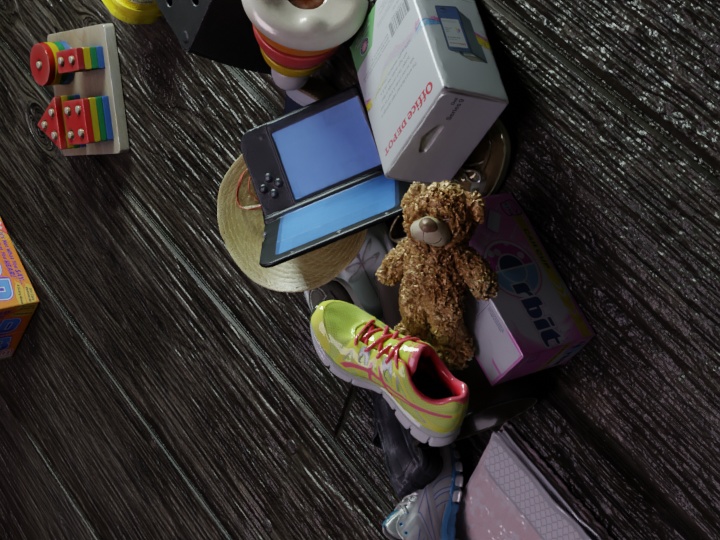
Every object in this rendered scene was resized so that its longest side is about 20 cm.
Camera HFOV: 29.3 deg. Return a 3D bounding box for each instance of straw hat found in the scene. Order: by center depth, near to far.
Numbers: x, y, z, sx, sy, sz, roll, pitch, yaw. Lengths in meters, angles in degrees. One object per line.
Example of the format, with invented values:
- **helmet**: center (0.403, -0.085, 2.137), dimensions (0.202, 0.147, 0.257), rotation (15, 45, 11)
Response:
- **straw hat**: center (-0.069, -0.064, 1.673), dimensions (0.200, 0.085, 0.202), rotation (-3, 77, 16)

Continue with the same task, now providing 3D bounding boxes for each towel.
- **towel**: center (0.187, 0.308, 1.583), dimensions (0.200, 0.032, 0.192), rotation (48, 133, 34)

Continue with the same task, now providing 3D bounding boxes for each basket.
- **basket**: center (0.098, 0.079, 1.555), dimensions (0.180, 0.135, 0.201), rotation (131, 123, -63)

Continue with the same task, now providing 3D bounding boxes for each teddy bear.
- **teddy bear**: center (0.076, 0.009, 1.428), dimensions (0.145, 0.067, 0.201), rotation (43, 132, 33)

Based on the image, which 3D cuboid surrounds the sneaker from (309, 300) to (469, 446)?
- **sneaker**: center (0.036, 0.089, 1.424), dimensions (0.200, 0.078, 0.090), rotation (37, 144, 6)

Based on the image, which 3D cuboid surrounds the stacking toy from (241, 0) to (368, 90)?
- **stacking toy**: center (-0.077, -0.279, 1.627), dimensions (0.147, 0.145, 0.200), rotation (64, 160, 17)

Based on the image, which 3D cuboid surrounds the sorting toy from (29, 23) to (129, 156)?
- **sorting toy**: center (-0.459, -0.283, 2.208), dimensions (0.198, 0.069, 0.201), rotation (4, 103, 51)

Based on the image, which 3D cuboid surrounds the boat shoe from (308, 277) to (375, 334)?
- **boat shoe**: center (-0.026, 0.065, 1.650), dimensions (0.202, 0.060, 0.073), rotation (-134, 35, -57)

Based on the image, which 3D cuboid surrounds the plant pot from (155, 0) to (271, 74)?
- **plant pot**: center (-0.150, -0.368, 1.708), dimensions (0.201, 0.177, 0.200), rotation (58, 138, 22)

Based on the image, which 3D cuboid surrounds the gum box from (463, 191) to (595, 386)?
- **gum box**: center (0.149, 0.013, 1.483), dimensions (0.066, 0.113, 0.201), rotation (-49, 62, 46)

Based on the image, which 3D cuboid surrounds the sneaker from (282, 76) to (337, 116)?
- **sneaker**: center (-0.039, -0.155, 1.709), dimensions (0.200, 0.070, 0.109), rotation (45, 127, 44)

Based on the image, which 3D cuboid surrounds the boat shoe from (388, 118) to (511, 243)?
- **boat shoe**: center (0.100, -0.097, 1.557), dimensions (0.201, 0.063, 0.073), rotation (-49, 62, 46)

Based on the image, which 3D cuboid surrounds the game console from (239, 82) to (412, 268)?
- **game console**: center (-0.038, -0.115, 1.563), dimensions (0.199, 0.116, 0.177), rotation (-21, 84, 12)

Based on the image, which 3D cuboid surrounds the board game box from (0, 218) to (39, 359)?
- **board game box**: center (-0.747, 0.049, 2.555), dimensions (0.200, 0.199, 0.200), rotation (60, 139, 21)

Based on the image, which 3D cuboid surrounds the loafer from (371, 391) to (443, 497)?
- **loafer**: center (0.040, 0.185, 1.660), dimensions (0.070, 0.068, 0.201), rotation (-43, 38, 19)

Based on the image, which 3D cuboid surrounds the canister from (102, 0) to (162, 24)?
- **canister**: center (-0.310, -0.474, 1.956), dimensions (0.149, 0.086, 0.200), rotation (56, 136, 26)

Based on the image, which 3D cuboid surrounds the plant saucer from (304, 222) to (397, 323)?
- **plant saucer**: center (0.000, 0.000, 1.720), dimensions (0.200, 0.050, 0.201), rotation (18, 113, 49)

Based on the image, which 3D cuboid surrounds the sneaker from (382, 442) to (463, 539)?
- **sneaker**: center (0.070, 0.286, 1.643), dimensions (0.075, 0.086, 0.201), rotation (143, 132, -67)

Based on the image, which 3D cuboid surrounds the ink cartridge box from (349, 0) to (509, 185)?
- **ink cartridge box**: center (0.070, -0.214, 1.500), dimensions (0.146, 0.087, 0.201), rotation (-55, 37, 43)
